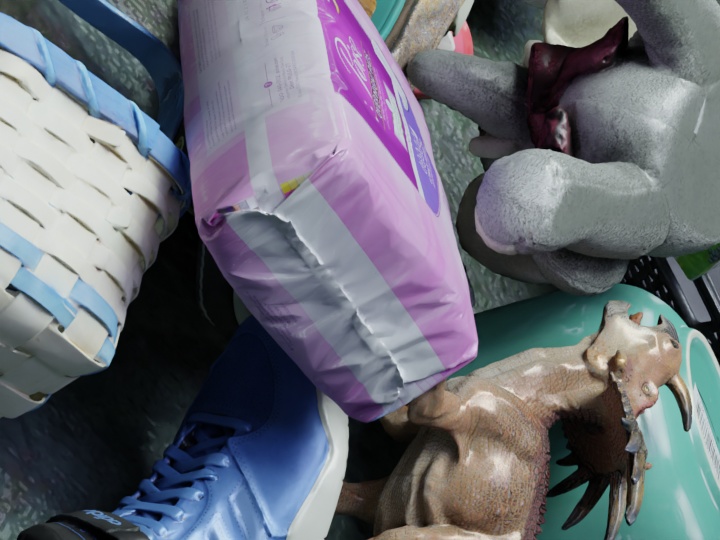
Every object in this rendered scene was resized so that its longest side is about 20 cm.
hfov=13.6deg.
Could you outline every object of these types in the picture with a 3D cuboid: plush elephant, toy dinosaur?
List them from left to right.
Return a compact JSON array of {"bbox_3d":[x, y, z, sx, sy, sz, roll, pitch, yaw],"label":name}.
[{"bbox_3d":[0.051,0.097,1.267,0.135,0.201,0.086,29,11,-14],"label":"toy dinosaur"},{"bbox_3d":[0.096,-0.068,1.342,0.200,0.154,0.165,25,80,-45],"label":"plush elephant"}]

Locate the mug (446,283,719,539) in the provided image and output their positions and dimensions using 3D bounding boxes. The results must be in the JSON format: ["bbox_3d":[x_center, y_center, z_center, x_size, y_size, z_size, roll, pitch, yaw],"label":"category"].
[{"bbox_3d":[0.116,0.089,1.388,0.185,0.114,0.153,42,36,-59],"label":"mug"}]

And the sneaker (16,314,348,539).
[{"bbox_3d":[-0.077,0.100,1.204,0.111,0.077,0.201,22,78,-37],"label":"sneaker"}]

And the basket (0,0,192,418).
[{"bbox_3d":[-0.153,-0.056,1.199,0.176,0.139,0.201,39,50,-28],"label":"basket"}]

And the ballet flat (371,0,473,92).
[{"bbox_3d":[0.020,-0.127,1.414,0.200,0.068,0.067,-57,144,-44],"label":"ballet flat"}]

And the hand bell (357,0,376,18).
[{"bbox_3d":[-0.074,-0.160,1.290,0.200,0.104,0.104,33,45,-25],"label":"hand bell"}]

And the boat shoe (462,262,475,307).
[{"bbox_3d":[0.000,0.000,1.352,0.200,0.073,0.066,-24,102,-77],"label":"boat shoe"}]

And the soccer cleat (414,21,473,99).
[{"bbox_3d":[-0.011,-0.171,1.502,0.200,0.067,0.076,55,9,3],"label":"soccer cleat"}]

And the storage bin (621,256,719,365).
[{"bbox_3d":[0.227,-0.016,1.569,0.199,0.094,0.136,-18,74,-29],"label":"storage bin"}]

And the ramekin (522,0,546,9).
[{"bbox_3d":[0.110,-0.231,1.559,0.098,0.200,0.201,30,46,-42],"label":"ramekin"}]

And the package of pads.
[{"bbox_3d":[-0.017,-0.044,1.224,0.121,0.075,0.200,56,13,-32],"label":"package of pads"}]

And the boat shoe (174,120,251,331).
[{"bbox_3d":[-0.053,-0.055,1.376,0.072,0.060,0.202,73,22,-51],"label":"boat shoe"}]

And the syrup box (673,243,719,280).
[{"bbox_3d":[0.206,-0.081,1.416,0.081,0.200,0.079,-28,79,-31],"label":"syrup box"}]
